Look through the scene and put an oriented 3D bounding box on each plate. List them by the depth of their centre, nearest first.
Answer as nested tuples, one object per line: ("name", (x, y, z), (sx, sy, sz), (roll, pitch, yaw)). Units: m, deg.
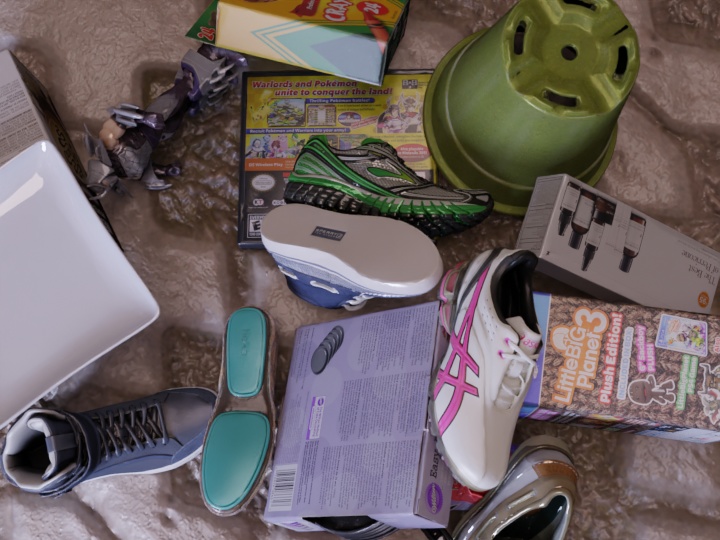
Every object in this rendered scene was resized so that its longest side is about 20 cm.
("plate", (-0.306, 0.017, 0.986), (0.200, 0.032, 0.200), (-35, 80, -3))

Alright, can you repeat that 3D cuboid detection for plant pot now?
("plant pot", (0.170, -0.169, 1.018), (0.199, 0.190, 0.201), (1, 79, -6))

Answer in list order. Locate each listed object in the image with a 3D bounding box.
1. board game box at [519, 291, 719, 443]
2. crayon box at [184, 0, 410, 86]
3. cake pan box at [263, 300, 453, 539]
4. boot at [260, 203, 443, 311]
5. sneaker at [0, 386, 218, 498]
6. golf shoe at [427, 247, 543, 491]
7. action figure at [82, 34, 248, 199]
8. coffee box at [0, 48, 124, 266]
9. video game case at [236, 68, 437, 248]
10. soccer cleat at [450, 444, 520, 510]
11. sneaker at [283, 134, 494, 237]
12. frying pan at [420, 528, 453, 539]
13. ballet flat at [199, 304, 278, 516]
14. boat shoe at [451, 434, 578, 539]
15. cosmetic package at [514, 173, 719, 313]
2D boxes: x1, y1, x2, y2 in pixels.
("board game box", (0.236, 0.091, 0.994), (0.199, 0.159, 0.097), (7, 79, 4))
("crayon box", (-0.060, -0.252, 1.093), (0.199, 0.051, 0.127), (14, 38, 5))
("cake pan box", (0.005, 0.135, 0.981), (0.184, 0.052, 0.201), (-16, 56, 42))
("boot", (0.000, 0.000, 1.021), (0.199, 0.091, 0.073), (20, 57, 37))
("sneaker", (-0.228, 0.153, 1.014), (0.201, 0.146, 0.077), (-18, 77, -2))
("golf shoe", (0.105, 0.076, 0.897), (0.072, 0.092, 0.201), (15, 67, -30))
("action figure", (-0.198, -0.142, 1.081), (0.069, 0.130, 0.200), (37, 72, 8))
("coffee box", (-0.319, -0.097, 1.081), (0.080, 0.113, 0.201), (-27, 80, -2))
("video game case", (-0.022, -0.113, 1.113), (0.199, 0.026, 0.182), (0, 80, 4))
("soccer cleat", (0.086, 0.196, 1.023), (0.199, 0.076, 0.067), (-7, 79, 1))
("sneaker", (0.030, -0.085, 1.052), (0.199, 0.078, 0.086), (12, 80, 6))
("frying pan", (0.017, 0.196, 1.009), (0.115, 0.031, 0.191), (-25, 48, 14))
("ballet flat", (-0.106, 0.134, 1.046), (0.068, 0.067, 0.201), (7, 71, 8))
("boat shoe", (0.129, 0.240, 0.970), (0.074, 0.068, 0.201), (15, 118, -10))
("cosmetic package", (0.242, -0.012, 1.023), (0.199, 0.051, 0.083), (22, 82, -23))
